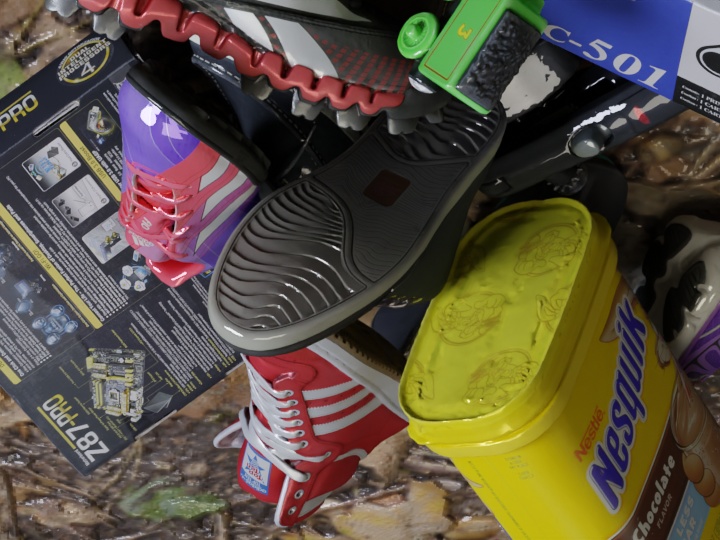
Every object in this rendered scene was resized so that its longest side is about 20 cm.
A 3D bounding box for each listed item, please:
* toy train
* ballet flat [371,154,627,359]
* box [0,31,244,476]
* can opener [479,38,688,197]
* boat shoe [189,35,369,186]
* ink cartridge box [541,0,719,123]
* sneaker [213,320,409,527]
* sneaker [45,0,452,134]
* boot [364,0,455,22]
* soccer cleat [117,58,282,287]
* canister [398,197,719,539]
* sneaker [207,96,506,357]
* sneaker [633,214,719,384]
[{"bbox_3d":[0.086,-0.157,1.015,0.042,0.056,0.200,29,97,-41],"label":"toy train"},{"bbox_3d":[0.077,0.013,1.302,0.073,0.073,0.200,26,136,-27],"label":"ballet flat"},{"bbox_3d":[-0.134,-0.006,1.214,0.161,0.049,0.200,-38,130,-1],"label":"box"},{"bbox_3d":[0.134,-0.092,1.169,0.200,0.063,0.079,-21,136,27],"label":"can opener"},{"bbox_3d":[-0.030,-0.056,1.207,0.075,0.062,0.200,31,168,43],"label":"boat shoe"},{"bbox_3d":[0.164,-0.110,1.077,0.200,0.044,0.094,27,159,13],"label":"ink cartridge box"},{"bbox_3d":[-0.042,0.068,1.235,0.112,0.071,0.200,-44,147,6],"label":"sneaker"},{"bbox_3d":[-0.042,-0.130,1.049,0.200,0.071,0.098,22,104,-10],"label":"sneaker"},{"bbox_3d":[0.007,-0.158,1.082,0.097,0.075,0.200,-2,144,1],"label":"boot"},{"bbox_3d":[-0.083,-0.038,1.092,0.073,0.068,0.200,-46,168,-4],"label":"soccer cleat"},{"bbox_3d":[0.115,0.083,1.223,0.086,0.149,0.200,-7,135,36],"label":"canister"},{"bbox_3d":[0.000,0.000,1.130,0.075,0.200,0.106,33,141,20],"label":"sneaker"},{"bbox_3d":[0.183,0.048,1.339,0.083,0.081,0.200,6,145,-22],"label":"sneaker"}]
